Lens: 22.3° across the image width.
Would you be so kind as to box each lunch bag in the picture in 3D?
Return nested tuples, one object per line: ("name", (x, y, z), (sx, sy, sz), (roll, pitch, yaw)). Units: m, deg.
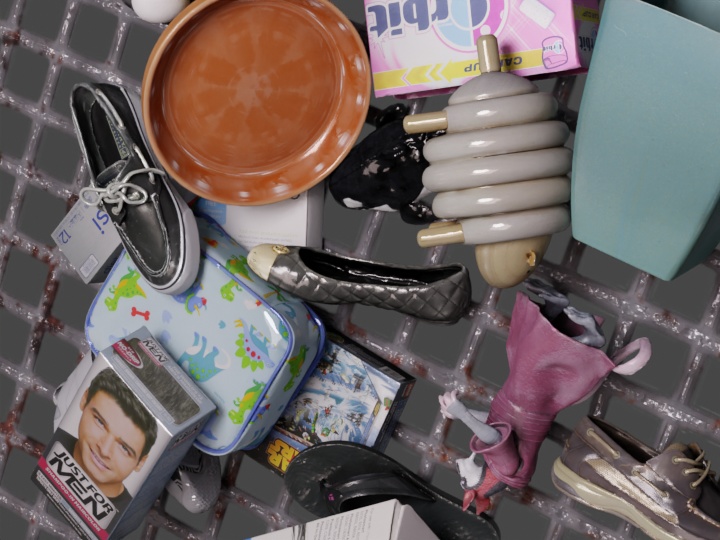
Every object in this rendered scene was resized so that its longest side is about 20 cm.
("lunch bag", (-0.141, 0.056, 1.615), (0.199, 0.082, 0.162), (38, 109, 21))

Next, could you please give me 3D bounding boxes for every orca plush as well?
("orca plush", (0.052, -0.090, 1.554), (0.198, 0.071, 0.107), (2, 95, 27))

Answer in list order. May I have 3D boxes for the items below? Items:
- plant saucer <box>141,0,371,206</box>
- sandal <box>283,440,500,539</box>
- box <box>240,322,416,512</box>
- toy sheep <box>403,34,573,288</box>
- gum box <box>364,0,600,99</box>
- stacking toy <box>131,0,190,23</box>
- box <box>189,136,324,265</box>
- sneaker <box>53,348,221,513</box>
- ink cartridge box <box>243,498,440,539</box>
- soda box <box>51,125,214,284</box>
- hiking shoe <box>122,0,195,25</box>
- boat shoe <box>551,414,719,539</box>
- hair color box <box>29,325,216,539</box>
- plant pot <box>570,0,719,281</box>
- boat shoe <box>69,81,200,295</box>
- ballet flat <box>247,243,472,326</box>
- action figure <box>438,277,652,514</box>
("plant saucer", (-0.089, -0.151, 1.545), (0.202, 0.199, 0.032), (-62, 29, 17))
("sandal", (0.027, 0.205, 1.576), (0.199, 0.048, 0.076), (21, 105, 6))
("box", (-0.062, 0.111, 1.647), (0.199, 0.040, 0.138), (31, 106, 22))
("toy sheep", (0.107, -0.086, 1.453), (0.137, 0.138, 0.202), (-5, 98, 27))
("gum box", (0.096, -0.211, 1.524), (0.198, 0.066, 0.115), (-5, 91, 27))
("stacking toy", (-0.110, -0.273, 1.535), (0.199, 0.146, 0.147), (-31, 80, 10))
("box", (-0.100, -0.111, 1.650), (0.143, 0.036, 0.203), (5, 95, 27))
("sneaker", (-0.214, 0.160, 1.713), (0.115, 0.075, 0.201), (-41, 72, 25))
("ink cartridge box", (-0.016, 0.289, 1.570), (0.199, 0.085, 0.146), (-19, 129, 30))
("soda box", (-0.189, -0.078, 1.644), (0.200, 0.068, 0.064), (-48, 69, 24))
("hiking shoe", (-0.120, -0.266, 1.635), (0.198, 0.076, 0.102), (6, 88, 17))
("boat shoe", (0.250, 0.175, 1.476), (0.198, 0.074, 0.074), (21, 104, 23))
("hair color box", (-0.212, 0.152, 1.604), (0.099, 0.060, 0.200), (46, 133, 13))
("plant pot", (0.247, -0.106, 1.421), (0.140, 0.141, 0.202), (26, 113, 22))
("boat shoe", (-0.198, -0.073, 1.563), (0.073, 0.068, 0.201), (-24, 75, 28))
("ballet flat", (0.000, 0.000, 1.575), (0.198, 0.067, 0.057), (11, 120, 5))
("action figure", (0.140, 0.116, 1.519), (0.148, 0.134, 0.202), (20, 101, 4))
